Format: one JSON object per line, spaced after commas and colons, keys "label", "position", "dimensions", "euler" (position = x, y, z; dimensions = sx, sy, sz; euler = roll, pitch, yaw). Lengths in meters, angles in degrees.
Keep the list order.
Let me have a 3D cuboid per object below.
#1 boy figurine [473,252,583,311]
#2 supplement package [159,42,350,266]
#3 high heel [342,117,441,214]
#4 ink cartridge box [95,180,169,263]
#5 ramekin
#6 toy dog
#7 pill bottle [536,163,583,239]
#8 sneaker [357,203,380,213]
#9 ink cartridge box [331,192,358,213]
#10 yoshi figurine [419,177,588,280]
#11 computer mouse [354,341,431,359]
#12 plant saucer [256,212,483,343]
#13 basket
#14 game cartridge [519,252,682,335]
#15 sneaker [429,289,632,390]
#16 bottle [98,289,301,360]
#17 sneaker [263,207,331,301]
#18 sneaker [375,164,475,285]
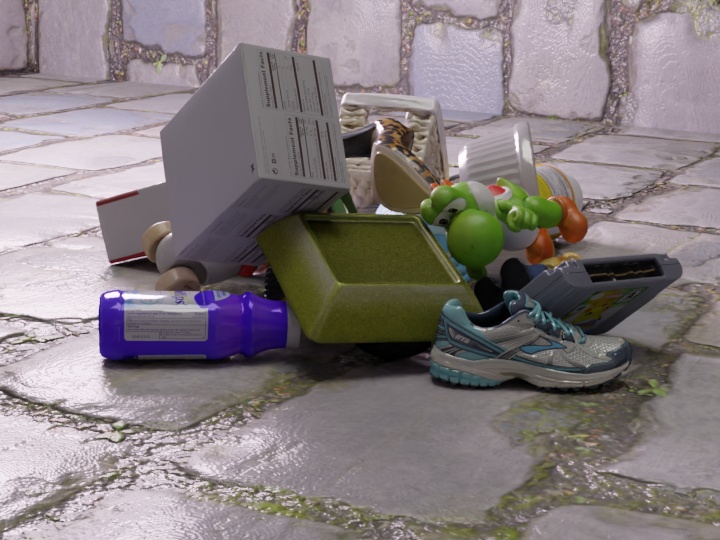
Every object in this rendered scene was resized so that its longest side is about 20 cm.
{"label": "boy figurine", "position": [0.199, 0.024, 1.707], "dimensions": [0.124, 0.065, 0.199], "euler": [-36, -20, 27]}
{"label": "supplement package", "position": [-0.116, -0.118, 1.645], "dimensions": [0.110, 0.157, 0.200], "euler": [5, -26, -33]}
{"label": "high heel", "position": [0.063, -0.122, 1.766], "dimensions": [0.142, 0.072, 0.199], "euler": [-16, 34, -42]}
{"label": "ink cartridge box", "position": [-0.215, -0.075, 1.994], "dimensions": [0.143, 0.085, 0.199], "euler": [-12, 1, 34]}
{"label": "ramekin", "position": [0.176, -0.077, 1.924], "dimensions": [0.093, 0.205, 0.202], "euler": [-7, 11, 7]}
{"label": "toy dog", "position": [-0.153, -0.029, 1.762], "dimensions": [0.199, 0.097, 0.132], "euler": [-26, 64, -42]}
{"label": "pill bottle", "position": [0.229, -0.090, 2.172], "dimensions": [0.108, 0.111, 0.199], "euler": [11, 14, 35]}
{"label": "sneaker", "position": [-0.013, -0.041, 2.027], "dimensions": [0.198, 0.074, 0.071], "euler": [-5, 20, 9]}
{"label": "ink cartridge box", "position": [-0.071, -0.067, 1.869], "dimensions": [0.198, 0.105, 0.059], "euler": [-11, 17, 36]}
{"label": "yoshi figurine", "position": [0.150, -0.038, 1.659], "dimensions": [0.199, 0.114, 0.112], "euler": [7, 9, -40]}
{"label": "computer mouse", "position": [0.015, 0.043, 1.620], "dimensions": [0.140, 0.046, 0.200], "euler": [4, 26, -47]}
{"label": "plant saucer", "position": [0.015, -0.003, 1.572], "dimensions": [0.198, 0.048, 0.200], "euler": [0, 32, -22]}
{"label": "basket", "position": [0.042, -0.129, 2.091], "dimensions": [0.134, 0.125, 0.201], "euler": [5, -28, 11]}
{"label": "game cartridge", "position": [0.227, 0.032, 1.603], "dimensions": [0.199, 0.041, 0.133], "euler": [-4, -25, -43]}
{"label": "sneaker", "position": [0.167, 0.065, 1.495], "dimensions": [0.197, 0.087, 0.078], "euler": [0, 13, -9]}
{"label": "bottle", "position": [-0.159, 0.053, 1.538], "dimensions": [0.197, 0.066, 0.084], "euler": [0, 11, -9]}
{"label": "sneaker", "position": [-0.050, -0.021, 1.740], "dimensions": [0.089, 0.070, 0.201], "euler": [28, 42, -19]}
{"label": "sneaker", "position": [0.080, -0.028, 1.792], "dimensions": [0.079, 0.131, 0.201], "euler": [-35, 20, 31]}
